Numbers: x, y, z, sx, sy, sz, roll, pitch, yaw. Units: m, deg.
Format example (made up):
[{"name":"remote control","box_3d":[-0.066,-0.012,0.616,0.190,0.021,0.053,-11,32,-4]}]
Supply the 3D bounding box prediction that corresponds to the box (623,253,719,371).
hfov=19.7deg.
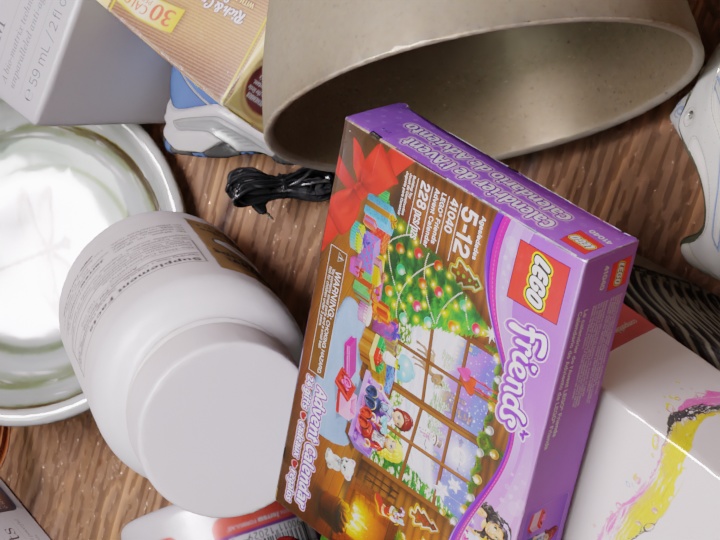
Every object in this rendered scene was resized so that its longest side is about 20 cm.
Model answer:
[{"name":"box","box_3d":[0.159,0.055,0.960,0.199,0.082,0.069,29,111,30]}]

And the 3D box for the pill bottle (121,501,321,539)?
[{"name":"pill bottle","box_3d":[-0.048,0.216,1.110,0.111,0.111,0.201,-24,80,35]}]

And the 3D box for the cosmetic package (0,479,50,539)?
[{"name":"cosmetic package","box_3d":[-0.265,0.167,1.242,0.200,0.150,0.052,45,118,24]}]

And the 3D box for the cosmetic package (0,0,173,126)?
[{"name":"cosmetic package","box_3d":[-0.171,-0.216,1.154,0.200,0.123,0.200,37,114,30]}]

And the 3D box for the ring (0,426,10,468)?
[{"name":"ring","box_3d":[-0.281,0.048,1.212,0.019,0.200,0.201,-35,73,21]}]

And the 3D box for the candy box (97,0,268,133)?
[{"name":"candy box","box_3d":[-0.035,-0.184,1.053,0.115,0.055,0.200,40,93,29]}]

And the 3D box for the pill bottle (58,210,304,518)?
[{"name":"pill bottle","box_3d":[-0.087,0.047,1.065,0.200,0.113,0.115,-133,52,-67]}]

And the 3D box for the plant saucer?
[{"name":"plant saucer","box_3d":[-0.191,-0.009,1.207,0.198,0.050,0.202,-1,84,10]}]

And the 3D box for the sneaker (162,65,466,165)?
[{"name":"sneaker","box_3d":[-0.029,-0.098,1.086,0.199,0.076,0.078,5,102,35]}]

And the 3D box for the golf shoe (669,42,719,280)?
[{"name":"golf shoe","box_3d":[0.177,-0.088,0.939,0.097,0.078,0.202,5,96,42]}]

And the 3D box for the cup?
[{"name":"cup","box_3d":[0.044,-0.142,0.936,0.199,0.200,0.144,-18,75,36]}]

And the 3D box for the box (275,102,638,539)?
[{"name":"box","box_3d":[0.035,0.047,0.891,0.136,0.039,0.201,32,125,34]}]

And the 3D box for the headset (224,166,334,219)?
[{"name":"headset","box_3d":[0.000,0.000,1.045,0.200,0.093,0.124,-123,39,-52]}]

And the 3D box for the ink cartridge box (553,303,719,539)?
[{"name":"ink cartridge box","box_3d":[0.140,0.112,0.889,0.200,0.067,0.117,36,127,28]}]

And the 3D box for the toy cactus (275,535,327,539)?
[{"name":"toy cactus","box_3d":[-0.020,0.183,0.990,0.165,0.102,0.200,-45,29,5]}]
